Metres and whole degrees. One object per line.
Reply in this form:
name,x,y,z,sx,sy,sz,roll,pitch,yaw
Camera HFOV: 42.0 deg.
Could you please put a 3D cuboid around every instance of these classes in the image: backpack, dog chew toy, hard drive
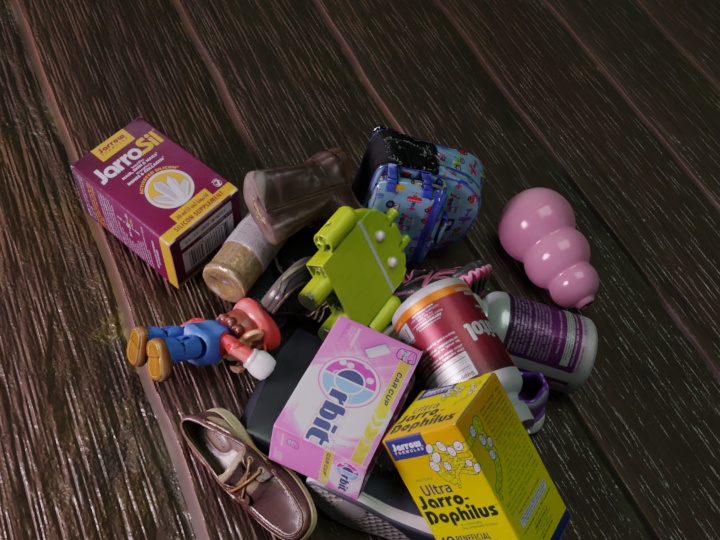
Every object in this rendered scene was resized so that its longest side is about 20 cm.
backpack,0.089,-0.099,1.395,0.197,0.184,0.136,11,41,-19
dog chew toy,0.298,-0.029,1.456,0.123,0.125,0.201,-15,64,-31
hard drive,-0.069,0.165,1.186,0.134,0.043,0.201,25,45,2

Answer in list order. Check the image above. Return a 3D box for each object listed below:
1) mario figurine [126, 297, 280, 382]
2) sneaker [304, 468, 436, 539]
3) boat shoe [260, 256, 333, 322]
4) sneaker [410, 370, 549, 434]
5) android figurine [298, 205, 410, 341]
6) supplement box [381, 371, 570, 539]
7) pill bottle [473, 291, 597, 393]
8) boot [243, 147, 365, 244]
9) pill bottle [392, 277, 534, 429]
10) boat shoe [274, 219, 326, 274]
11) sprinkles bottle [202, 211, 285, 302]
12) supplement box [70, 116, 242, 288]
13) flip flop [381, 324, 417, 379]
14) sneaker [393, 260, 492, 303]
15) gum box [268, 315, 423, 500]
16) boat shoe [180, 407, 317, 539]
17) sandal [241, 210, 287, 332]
mario figurine,-0.184,0.106,1.168,0.198,0.106,0.124,-7,57,-41
sneaker,0.038,0.240,1.123,0.200,0.077,0.148,24,55,-12
boat shoe,-0.057,0.027,1.266,0.073,0.075,0.199,46,29,12
sneaker,0.165,0.160,1.248,0.197,0.089,0.081,6,48,-14
android figurine,0.000,0.000,1.251,0.041,0.183,0.200,6,43,44
supplement box,0.132,0.235,1.052,0.109,0.108,0.202,-40,105,-50
pill bottle,0.218,0.094,1.308,0.197,0.113,0.113,17,45,-9
boot,-0.064,-0.060,1.244,0.199,0.064,0.188,-30,99,-54
pill bottle,0.130,0.119,1.168,0.112,0.113,0.201,-15,63,-31
boat shoe,-0.073,-0.063,1.357,0.074,0.063,0.202,49,34,-21
sprinkles bottle,-0.134,-0.049,1.266,0.068,0.069,0.201,28,55,6
supplement box,-0.273,-0.095,1.275,0.199,0.104,0.131,35,61,21
flip flop,0.042,0.133,1.215,0.082,0.057,0.200,60,35,-10
sneaker,0.110,0.022,1.372,0.199,0.080,0.095,-24,49,-37
gum box,-0.012,0.151,1.096,0.112,0.067,0.201,22,45,9
boat shoe,-0.133,0.232,1.062,0.200,0.072,0.072,44,12,25
sandal,-0.153,0.006,1.309,0.075,0.043,0.202,-5,61,-16
